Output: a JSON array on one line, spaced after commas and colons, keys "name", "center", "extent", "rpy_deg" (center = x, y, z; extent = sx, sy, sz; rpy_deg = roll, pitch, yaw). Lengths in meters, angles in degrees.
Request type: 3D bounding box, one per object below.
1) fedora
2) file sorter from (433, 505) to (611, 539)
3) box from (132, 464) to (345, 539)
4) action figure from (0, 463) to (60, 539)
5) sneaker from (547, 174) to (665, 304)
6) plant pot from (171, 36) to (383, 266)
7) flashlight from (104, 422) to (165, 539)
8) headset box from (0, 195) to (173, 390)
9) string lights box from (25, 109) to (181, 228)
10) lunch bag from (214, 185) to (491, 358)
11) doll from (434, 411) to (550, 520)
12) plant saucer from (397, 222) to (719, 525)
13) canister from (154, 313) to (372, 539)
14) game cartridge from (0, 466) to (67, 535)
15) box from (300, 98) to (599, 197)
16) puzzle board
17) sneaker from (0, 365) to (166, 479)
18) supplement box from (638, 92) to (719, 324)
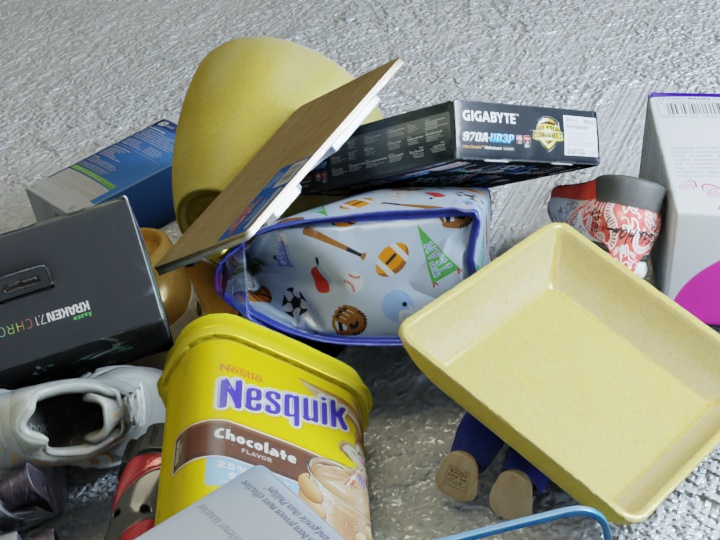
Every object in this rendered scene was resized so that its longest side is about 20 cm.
[{"name": "fedora", "center": [-0.199, 0.021, 1.190], "extent": [0.198, 0.083, 0.201], "rpy_deg": [-10, 31, 6]}, {"name": "file sorter", "center": [0.095, 0.233, 0.698], "extent": [0.137, 0.124, 0.201], "rpy_deg": [-13, 30, -2]}, {"name": "box", "center": [-0.086, 0.235, 0.702], "extent": [0.199, 0.186, 0.105], "rpy_deg": [-29, 36, -25]}, {"name": "action figure", "center": [-0.298, 0.201, 0.927], "extent": [0.198, 0.070, 0.131], "rpy_deg": [-16, 62, -7]}, {"name": "sneaker", "center": [0.182, -0.010, 1.115], "extent": [0.066, 0.109, 0.201], "rpy_deg": [14, -5, -6]}, {"name": "plant pot", "center": [-0.089, -0.081, 1.231], "extent": [0.198, 0.201, 0.143], "rpy_deg": [5, 46, 26]}, {"name": "flashlight", "center": [-0.141, 0.189, 0.917], "extent": [0.067, 0.068, 0.201], "rpy_deg": [19, 32, -10]}, {"name": "headset box", "center": [-0.232, 0.030, 1.017], "extent": [0.172, 0.094, 0.200], "rpy_deg": [-18, -7, -7]}, {"name": "string lights box", "center": [-0.221, -0.089, 1.403], "extent": [0.199, 0.059, 0.102], "rpy_deg": [-31, 36, -27]}, {"name": "lunch bag", "center": [0.000, 0.000, 1.075], "extent": [0.197, 0.125, 0.170], "rpy_deg": [0, 6, 7]}, {"name": "doll", "center": [0.119, 0.088, 0.994], "extent": [0.135, 0.049, 0.200], "rpy_deg": [18, 39, 19]}, {"name": "plant saucer", "center": [0.150, 0.073, 0.945], "extent": [0.199, 0.049, 0.199], "rpy_deg": [38, 44, 22]}, {"name": "canister", "center": [-0.062, 0.133, 0.912], "extent": [0.147, 0.087, 0.201], "rpy_deg": [25, 28, -18]}, {"name": "game cartridge", "center": [-0.298, 0.144, 1.074], "extent": [0.132, 0.042, 0.200], "rpy_deg": [-18, 31, -17]}, {"name": "box", "center": [0.067, -0.093, 1.119], "extent": [0.158, 0.047, 0.199], "rpy_deg": [-1, -5, -39]}, {"name": "puzzle board", "center": [-0.060, -0.075, 1.058], "extent": [0.150, 0.017, 0.200], "rpy_deg": [-16, 31, 55]}, {"name": "sneaker", "center": [-0.187, 0.107, 0.996], "extent": [0.091, 0.077, 0.199], "rpy_deg": [-13, -2, 39]}, {"name": "supplement box", "center": [0.281, -0.053, 1.105], "extent": [0.100, 0.104, 0.201], "rpy_deg": [2, 31, 4]}]
